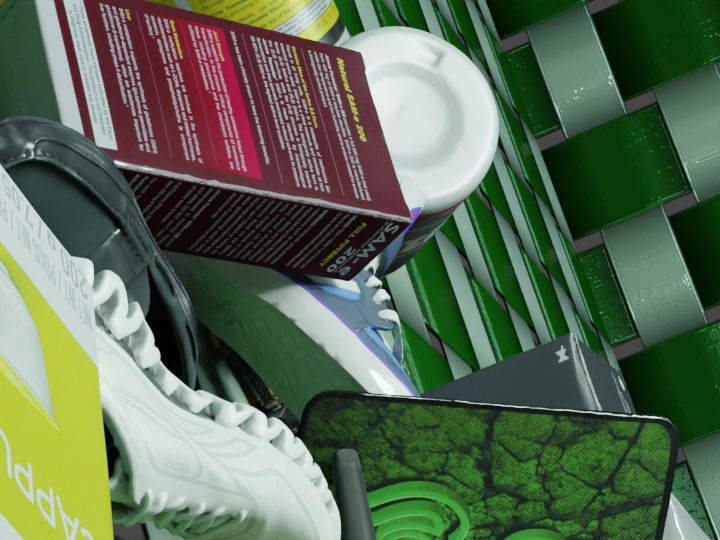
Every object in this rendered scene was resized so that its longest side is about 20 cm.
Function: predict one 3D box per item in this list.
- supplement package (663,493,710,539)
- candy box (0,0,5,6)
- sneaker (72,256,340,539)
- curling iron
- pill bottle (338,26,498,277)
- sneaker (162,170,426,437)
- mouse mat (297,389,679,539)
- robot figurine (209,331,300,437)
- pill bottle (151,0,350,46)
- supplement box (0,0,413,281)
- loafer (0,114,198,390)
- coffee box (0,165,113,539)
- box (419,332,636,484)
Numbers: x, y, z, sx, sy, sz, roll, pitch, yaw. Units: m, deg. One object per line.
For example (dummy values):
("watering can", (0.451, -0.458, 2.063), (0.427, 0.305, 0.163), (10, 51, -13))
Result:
("supplement package", (0.124, 0.231, 1.383), (0.156, 0.199, 0.111), (46, 24, -62))
("candy box", (-0.177, -0.194, 1.165), (0.200, 0.056, 0.117), (43, 26, -62))
("sneaker", (-0.086, 0.083, 0.994), (0.200, 0.075, 0.081), (42, 33, -29))
("curling iron", (0.012, 0.170, 1.064), (0.049, 0.026, 0.201), (14, 45, -38))
("pill bottle", (0.002, -0.059, 1.407), (0.200, 0.113, 0.114), (130, -59, -67))
("sneaker", (0.000, 0.000, 1.226), (0.200, 0.146, 0.081), (38, -34, 29))
("mouse mat", (0.056, 0.142, 1.155), (0.008, 0.199, 0.162), (-136, -127, -71))
("robot figurine", (-0.034, 0.050, 1.355), (0.200, 0.058, 0.145), (55, 14, -49))
("pill bottle", (-0.094, -0.197, 1.415), (0.113, 0.112, 0.201), (-86, 151, -67))
("supplement box", (-0.079, -0.066, 1.120), (0.199, 0.061, 0.109), (10, 51, -37))
("loafer", (-0.118, 0.000, 1.025), (0.071, 0.068, 0.201), (64, 4, 33))
("coffee box", (-0.166, 0.050, 0.361), (0.198, 0.199, 0.200), (-101, 164, -44))
("box", (0.050, 0.114, 1.259), (0.141, 0.199, 0.079), (36, 33, -69))
